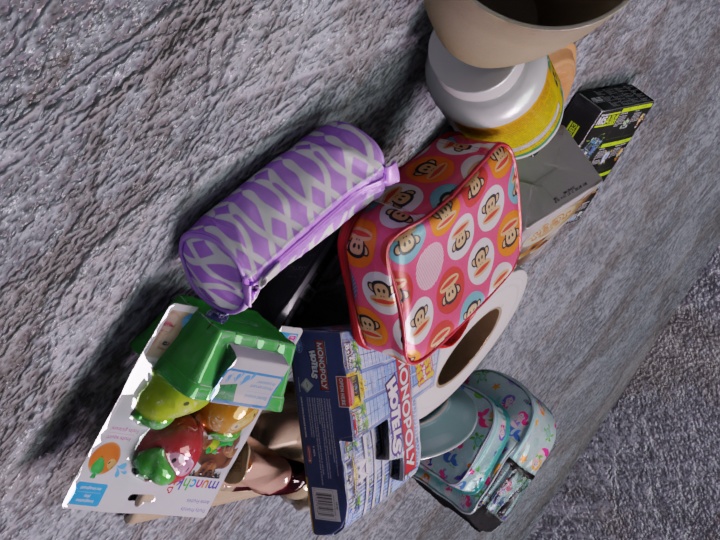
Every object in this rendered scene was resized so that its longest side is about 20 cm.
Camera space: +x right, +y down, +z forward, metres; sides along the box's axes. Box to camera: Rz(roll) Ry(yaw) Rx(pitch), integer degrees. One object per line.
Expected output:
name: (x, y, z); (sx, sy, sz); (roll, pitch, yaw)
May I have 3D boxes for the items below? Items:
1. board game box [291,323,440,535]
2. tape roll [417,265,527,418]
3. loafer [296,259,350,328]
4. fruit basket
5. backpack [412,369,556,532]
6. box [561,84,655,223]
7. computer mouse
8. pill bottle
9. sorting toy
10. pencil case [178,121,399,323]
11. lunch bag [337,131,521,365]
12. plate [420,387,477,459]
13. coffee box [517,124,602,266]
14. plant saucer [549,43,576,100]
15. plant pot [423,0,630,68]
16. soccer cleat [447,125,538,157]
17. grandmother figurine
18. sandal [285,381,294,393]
board game box: (0.017, 0.125, 1.677); (0.200, 0.061, 0.201); (-28, 115, -56)
tape roll: (0.062, 0.040, 1.859); (0.203, 0.139, 0.203); (-45, 163, -18)
loafer: (0.000, 0.000, 1.710); (0.200, 0.072, 0.063); (-47, -156, 45)
fruit basket: (-0.143, 0.127, 1.500); (0.185, 0.094, 0.201); (16, 101, -53)
backpack: (0.169, 0.239, 2.473); (0.200, 0.177, 0.151); (-50, 133, -8)
box: (0.272, -0.139, 2.203); (0.200, 0.047, 0.194); (-18, 140, -60)
computer mouse: (-0.048, -0.022, 1.604); (0.200, 0.053, 0.139); (-57, 173, -7)
pill bottle: (0.121, -0.176, 1.617); (0.113, 0.113, 0.200); (-52, 162, 1)
sorting toy: (-0.125, 0.174, 1.716); (0.184, 0.037, 0.200); (-8, 148, -33)
pencil case: (-0.062, -0.045, 1.453); (0.200, 0.085, 0.084); (-44, 135, -34)
lunch bag: (0.070, -0.012, 1.589); (0.200, 0.082, 0.177); (-40, 133, -37)
plate: (0.029, 0.149, 1.933); (0.200, 0.199, 0.026); (-32, 130, -48)
coffee box: (0.169, -0.062, 1.927); (0.114, 0.080, 0.200); (-30, 168, -25)
plant saucer: (0.171, -0.166, 1.908); (0.200, 0.032, 0.201); (-46, 162, -20)
plant pot: (0.121, -0.241, 1.417); (0.187, 0.187, 0.200); (-46, 176, -18)
soccer cleat: (0.099, -0.117, 1.781); (0.200, 0.067, 0.081); (-34, 126, -21)
grandmother figurine: (-0.086, 0.194, 1.684); (0.200, 0.121, 0.061); (29, 65, -64)
sandal: (-0.074, 0.101, 1.736); (0.070, 0.077, 0.212); (-54, 169, 0)
